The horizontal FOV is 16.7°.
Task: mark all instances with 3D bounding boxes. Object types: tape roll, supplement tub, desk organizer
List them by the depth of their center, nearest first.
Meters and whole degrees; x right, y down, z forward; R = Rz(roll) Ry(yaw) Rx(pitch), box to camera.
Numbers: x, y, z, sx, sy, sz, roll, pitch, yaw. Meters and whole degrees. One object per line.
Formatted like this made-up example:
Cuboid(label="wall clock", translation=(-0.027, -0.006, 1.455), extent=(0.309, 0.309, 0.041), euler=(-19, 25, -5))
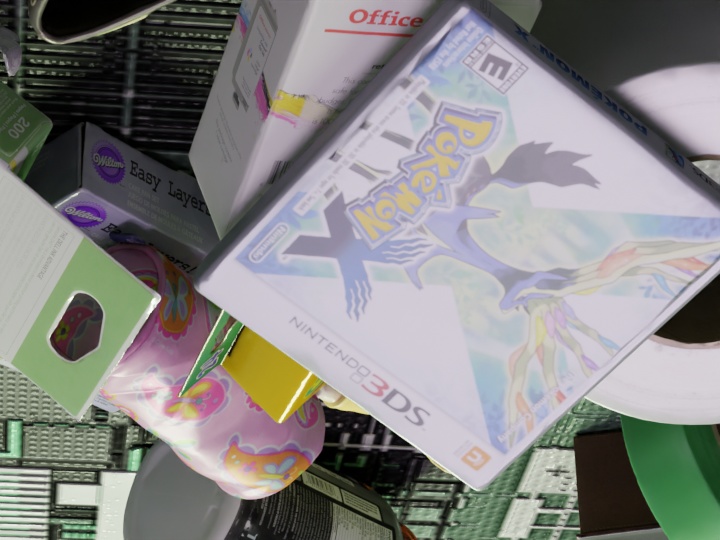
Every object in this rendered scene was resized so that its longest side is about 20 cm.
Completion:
Cuboid(label="tape roll", translation=(0.164, -0.044, 1.203), extent=(0.201, 0.140, 0.204), euler=(1, 121, 2))
Cuboid(label="tape roll", translation=(0.242, 0.104, 1.464), extent=(0.200, 0.202, 0.048), euler=(22, 142, -33))
Cuboid(label="desk organizer", translation=(0.246, 0.149, 1.660), extent=(0.198, 0.078, 0.072), euler=(-8, 149, 11))
Cuboid(label="supplement tub", translation=(-0.054, 0.185, 1.663), extent=(0.122, 0.123, 0.200), euler=(-24, 142, 33))

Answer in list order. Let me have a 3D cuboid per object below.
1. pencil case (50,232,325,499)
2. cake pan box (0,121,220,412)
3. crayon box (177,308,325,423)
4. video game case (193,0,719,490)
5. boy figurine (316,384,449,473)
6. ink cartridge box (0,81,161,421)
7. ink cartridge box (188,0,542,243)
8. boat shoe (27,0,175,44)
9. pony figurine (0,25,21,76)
Cuboid(label="pencil case", translation=(-0.099, 0.058, 1.398), extent=(0.087, 0.088, 0.200), euler=(-17, 145, 24))
Cuboid(label="cake pan box", translation=(-0.155, 0.002, 1.425), extent=(0.184, 0.053, 0.199), euler=(-27, 141, 32))
Cuboid(label="crayon box", translation=(0.000, 0.000, 1.302), extent=(0.052, 0.200, 0.126), euler=(44, 146, 9))
Cuboid(label="video game case", translation=(0.052, -0.008, 1.136), extent=(0.182, 0.022, 0.200), euler=(36, 117, -17))
Cuboid(label="boy figurine", translation=(0.025, 0.064, 1.525), extent=(0.124, 0.065, 0.200), euler=(-17, 143, 20))
Cuboid(label="ink cartridge box", translation=(-0.194, -0.028, 1.281), extent=(0.200, 0.048, 0.146), euler=(37, 142, -1))
Cuboid(label="ink cartridge box", translation=(0.005, -0.104, 1.137), extent=(0.116, 0.068, 0.201), euler=(1, 135, -26))
Cuboid(label="boat shoe", translation=(-0.077, -0.165, 1.138), extent=(0.201, 0.061, 0.072), euler=(-22, 144, 30))
Cuboid(label="pony figurine", translation=(-0.212, -0.139, 1.093), extent=(0.192, 0.167, 0.201), euler=(28, 131, 6))
